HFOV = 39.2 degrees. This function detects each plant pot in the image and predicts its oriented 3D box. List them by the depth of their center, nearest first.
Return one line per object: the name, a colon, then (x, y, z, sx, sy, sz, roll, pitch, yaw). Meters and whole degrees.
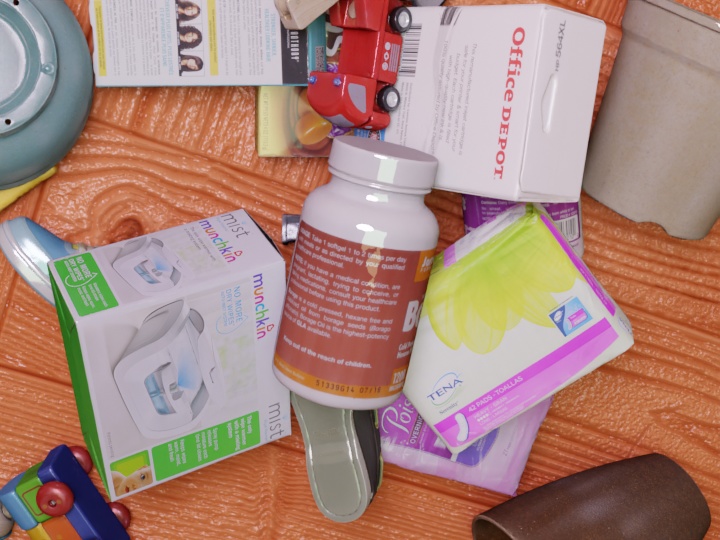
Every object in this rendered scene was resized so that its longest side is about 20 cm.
plant pot: (-0.309, -0.164, 0.814, 0.199, 0.134, 0.201, -2, 95, -22)
plant pot: (0.295, -0.137, 0.923, 0.200, 0.201, 0.184, 18, 112, -12)
plant pot: (0.247, 0.275, 1.017, 0.199, 0.187, 0.188, -29, 106, -16)

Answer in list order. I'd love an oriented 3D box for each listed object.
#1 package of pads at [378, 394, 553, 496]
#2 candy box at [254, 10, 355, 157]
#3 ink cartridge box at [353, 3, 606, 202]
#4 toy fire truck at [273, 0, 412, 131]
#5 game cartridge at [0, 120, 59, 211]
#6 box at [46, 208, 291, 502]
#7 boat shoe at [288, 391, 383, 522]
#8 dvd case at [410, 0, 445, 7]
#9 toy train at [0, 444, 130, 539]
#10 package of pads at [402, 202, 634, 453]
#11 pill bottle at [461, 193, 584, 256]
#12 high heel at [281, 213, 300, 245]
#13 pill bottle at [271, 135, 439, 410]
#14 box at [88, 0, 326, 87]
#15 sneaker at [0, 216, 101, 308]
package of pads: (0.081, 0.139, 1.000, 0.199, 0.076, 0.121, 17, 97, -12)
candy box: (-0.037, -0.205, 0.912, 0.116, 0.056, 0.201, 0, 104, -9)
ink cartridge box: (0.090, -0.139, 0.835, 0.084, 0.200, 0.147, 0, 101, -42)
toy fire truck: (-0.022, -0.217, 0.793, 0.141, 0.049, 0.201, 3, 99, -45)
game cartridge: (-0.401, -0.105, 0.894, 0.200, 0.032, 0.177, -35, 106, -2)
box: (-0.157, 0.070, 0.868, 0.176, 0.097, 0.201, -16, 129, -23)
boat shoe: (-0.021, 0.122, 0.922, 0.071, 0.061, 0.202, -5, 93, 21)
dvd case: (0.055, -0.335, 0.857, 0.143, 0.018, 0.200, -49, 133, -7)
toy train: (-0.279, 0.277, 0.979, 0.115, 0.085, 0.201, -27, 106, 9)
package of pads: (0.113, 0.048, 0.890, 0.200, 0.068, 0.155, -36, 100, 18)
pill bottle: (0.145, -0.104, 0.934, 0.112, 0.112, 0.201, -9, 104, -7)
high heel: (-0.002, 0.041, 0.963, 0.142, 0.071, 0.201, -2, 95, -2)
pill bottle: (0.000, 0.000, 0.807, 0.112, 0.112, 0.201, 10, 105, -11)
box: (-0.130, -0.199, 0.863, 0.199, 0.049, 0.083, 3, 104, 15)
sneaker: (-0.217, -0.010, 0.920, 0.131, 0.080, 0.200, -45, 115, 5)
